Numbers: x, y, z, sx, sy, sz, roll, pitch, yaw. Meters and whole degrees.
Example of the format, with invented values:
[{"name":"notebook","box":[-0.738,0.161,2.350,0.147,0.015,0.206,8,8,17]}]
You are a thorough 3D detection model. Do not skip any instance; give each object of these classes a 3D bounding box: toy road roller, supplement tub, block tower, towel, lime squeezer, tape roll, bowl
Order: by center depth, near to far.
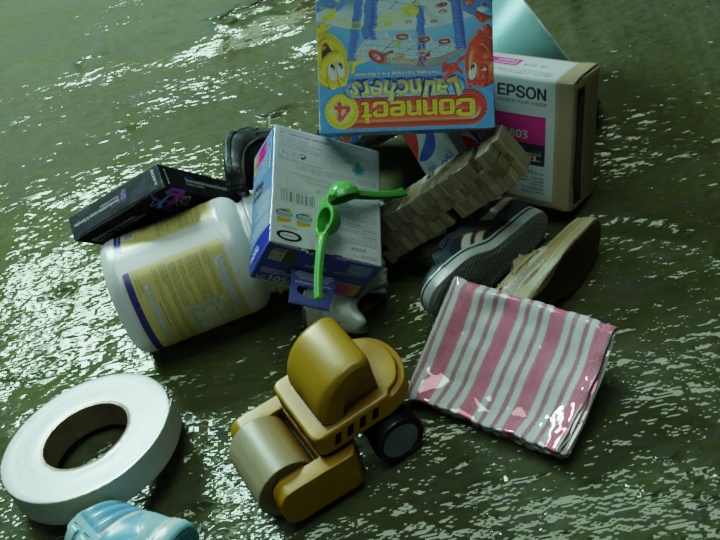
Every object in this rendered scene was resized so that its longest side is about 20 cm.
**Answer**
[{"name":"toy road roller","box":[-0.045,0.141,1.126,0.199,0.146,0.123,-31,44,-13]},{"name":"towel","box":[0.151,0.095,1.142,0.199,0.030,0.147,18,81,33]},{"name":"lime squeezer","box":[-0.021,-0.052,1.201,0.038,0.071,0.200,-9,31,41]},{"name":"tape roll","box":[-0.296,0.193,1.220,0.202,0.037,0.203,-14,33,9]},{"name":"block tower","box":[0.097,-0.085,1.264,0.200,0.058,0.054,-34,17,32]},{"name":"supplement tub","box":[-0.194,-0.001,1.324,0.199,0.146,0.146,-21,43,-2]},{"name":"bowl","box":[0.213,-0.266,1.436,0.105,0.201,0.201,-38,40,15]}]

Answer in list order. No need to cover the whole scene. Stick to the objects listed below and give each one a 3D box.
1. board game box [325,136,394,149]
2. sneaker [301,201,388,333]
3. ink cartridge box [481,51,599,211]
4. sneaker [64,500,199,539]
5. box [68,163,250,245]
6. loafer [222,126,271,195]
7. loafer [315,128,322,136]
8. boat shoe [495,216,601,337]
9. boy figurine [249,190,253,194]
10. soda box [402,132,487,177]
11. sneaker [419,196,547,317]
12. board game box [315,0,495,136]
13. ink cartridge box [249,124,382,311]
[{"name":"board game box","box":[0.043,-0.206,1.425,0.200,0.135,0.035,-33,85,-40]},{"name":"sneaker","box":[0.000,0.000,1.322,0.087,0.075,0.201,14,58,16]},{"name":"ink cartridge box","box":[0.182,-0.175,1.344,0.199,0.166,0.075,15,34,32]},{"name":"sneaker","box":[-0.264,0.311,1.085,0.130,0.080,0.200,16,44,30]},{"name":"box","box":[-0.241,-0.072,1.362,0.143,0.200,0.036,-28,76,21]},{"name":"loafer","box":[-0.127,-0.142,1.378,0.072,0.073,0.200,0,21,5]},{"name":"loafer","box":[-0.006,-0.233,1.481,0.071,0.201,0.068,52,37,11]},{"name":"boat shoe","box":[0.195,0.005,1.232,0.064,0.071,0.200,27,61,37]},{"name":"boy figurine","box":[-0.074,-0.100,1.443,0.199,0.065,0.125,6,51,21]},{"name":"soda box","box":[0.092,-0.175,1.316,0.063,0.201,0.068,-26,7,46]},{"name":"sneaker","box":[0.125,-0.020,1.280,0.200,0.079,0.079,-34,48,-31]},{"name":"board game box","box":[0.050,-0.252,1.236,0.199,0.197,0.056,-2,3,5]},{"name":"ink cartridge box","box":[-0.051,-0.054,1.248,0.136,0.076,0.201,13,52,-19]}]
